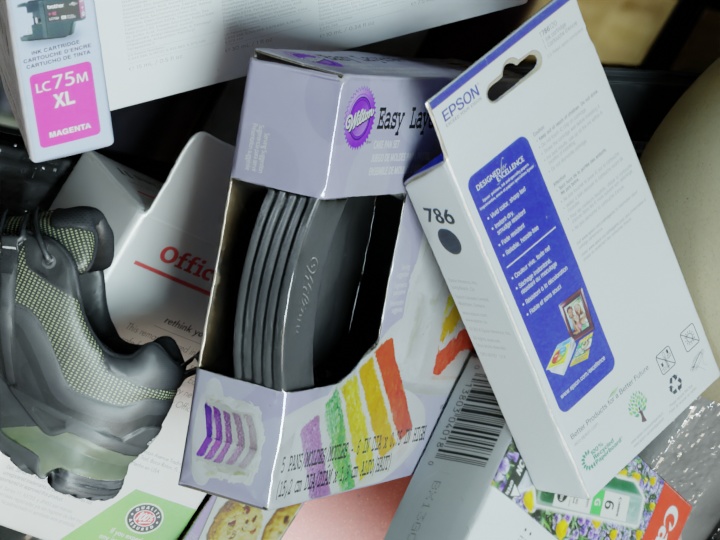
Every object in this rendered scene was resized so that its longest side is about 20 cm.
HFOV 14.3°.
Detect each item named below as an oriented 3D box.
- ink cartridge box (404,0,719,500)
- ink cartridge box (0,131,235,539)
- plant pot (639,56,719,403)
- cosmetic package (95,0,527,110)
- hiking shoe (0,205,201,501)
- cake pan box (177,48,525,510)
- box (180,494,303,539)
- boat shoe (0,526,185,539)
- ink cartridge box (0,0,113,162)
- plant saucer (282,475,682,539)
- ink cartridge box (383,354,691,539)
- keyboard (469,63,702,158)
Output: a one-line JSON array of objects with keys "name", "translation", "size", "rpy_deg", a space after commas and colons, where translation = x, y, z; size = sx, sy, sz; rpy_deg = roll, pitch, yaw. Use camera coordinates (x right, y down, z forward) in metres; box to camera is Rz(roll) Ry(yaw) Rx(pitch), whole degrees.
[{"name": "ink cartridge box", "translation": [0.082, -0.011, 1.221], "size": [0.099, 0.039, 0.200], "rpy_deg": [-38, 119, -32]}, {"name": "ink cartridge box", "translation": [-0.097, 0.026, 1.286], "size": [0.117, 0.067, 0.200], "rpy_deg": [25, 103, -39]}, {"name": "plant pot", "translation": [0.194, -0.010, 1.327], "size": [0.134, 0.201, 0.200], "rpy_deg": [-24, 141, 33]}, {"name": "cosmetic package", "translation": [-0.030, -0.161, 1.190], "size": [0.200, 0.052, 0.151], "rpy_deg": [-15, 133, -15]}, {"name": "hiking shoe", "translation": [-0.154, 0.001, 1.204], "size": [0.200, 0.076, 0.101], "rpy_deg": [41, 93, -1]}, {"name": "cake pan box", "translation": [0.000, 0.000, 1.226], "size": [0.200, 0.052, 0.185], "rpy_deg": [-3, 104, -62]}, {"name": "box", "translation": [-0.038, 0.090, 1.332], "size": [0.041, 0.039, 0.200], "rpy_deg": [34, 78, -1]}, {"name": "boat shoe", "translation": [-0.111, 0.154, 1.395], "size": [0.072, 0.068, 0.200], "rpy_deg": [-40, 129, 10]}, {"name": "ink cartridge box", "translation": [-0.135, -0.155, 1.096], "size": [0.042, 0.119, 0.200], "rpy_deg": [-16, 131, -10]}, {"name": "plant saucer", "translation": [0.022, 0.148, 1.394], "size": [0.200, 0.037, 0.200], "rpy_deg": [38, 82, -12]}, {"name": "ink cartridge box", "translation": [0.098, 0.135, 1.315], "size": [0.200, 0.050, 0.109], "rpy_deg": [42, 67, -40]}, {"name": "keyboard", "translation": [0.116, -0.042, 1.381], "size": [0.200, 0.021, 0.127], "rpy_deg": [2, 119, -26]}]
